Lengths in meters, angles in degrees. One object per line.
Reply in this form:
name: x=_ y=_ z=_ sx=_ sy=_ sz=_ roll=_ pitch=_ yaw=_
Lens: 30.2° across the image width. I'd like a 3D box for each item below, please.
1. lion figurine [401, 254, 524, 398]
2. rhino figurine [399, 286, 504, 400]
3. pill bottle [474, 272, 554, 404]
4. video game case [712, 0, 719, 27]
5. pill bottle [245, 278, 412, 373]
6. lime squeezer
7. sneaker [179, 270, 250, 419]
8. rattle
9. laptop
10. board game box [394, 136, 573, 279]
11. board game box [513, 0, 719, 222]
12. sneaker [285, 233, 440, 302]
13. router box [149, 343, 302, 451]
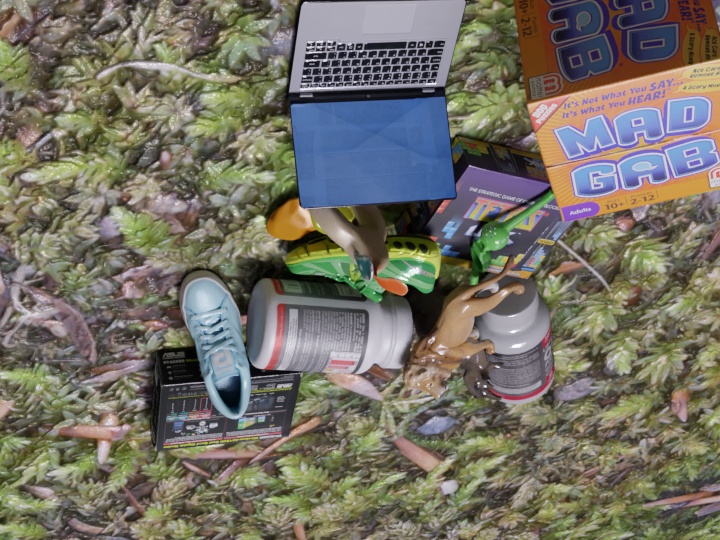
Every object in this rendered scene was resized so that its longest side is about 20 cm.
lion figurine: x=0.123 y=0.068 z=1.684 sx=0.122 sy=0.073 sz=0.201 roll=-9 pitch=130 yaw=-31
rhino figurine: x=0.120 y=0.102 z=1.794 sx=0.087 sy=0.200 sz=0.060 roll=-47 pitch=174 yaw=40
pill bottle: x=0.210 y=0.089 z=1.844 sx=0.110 sy=0.111 sz=0.201 roll=-17 pitch=141 yaw=-1
video game case: x=0.410 y=-0.301 z=1.532 sx=0.181 sy=0.023 sz=0.200 roll=-36 pitch=137 yaw=22
pill bottle: x=-0.040 y=0.074 z=1.720 sx=0.198 sy=0.116 sz=0.116 roll=5 pitch=136 yaw=-18
lime squeezer: x=0.166 y=-0.031 z=1.670 sx=0.070 sy=0.038 sz=0.200 roll=-24 pitch=154 yaw=-49
sneaker: x=-0.175 y=0.098 z=1.692 sx=0.073 sy=0.082 sz=0.201 roll=-21 pitch=117 yaw=-10
rattle: x=-0.037 y=-0.021 z=1.548 sx=0.142 sy=0.201 sz=0.130 roll=-30 pitch=153 yaw=11
laptop: x=0.024 y=-0.183 z=1.454 sx=0.186 sy=0.116 sz=0.201 roll=-5 pitch=139 yaw=-16
board game box: x=0.169 y=-0.075 z=1.682 sx=0.199 sy=0.057 sz=0.166 roll=9 pitch=135 yaw=-29
board game box: x=0.284 y=-0.207 z=1.427 sx=0.199 sy=0.201 sz=0.200 roll=-12 pitch=142 yaw=14
sneaker: x=0.000 y=0.000 z=1.643 sx=0.198 sy=0.074 sz=0.084 roll=2 pitch=109 yaw=16
router box: x=-0.187 y=0.172 z=1.833 sx=0.198 sy=0.062 sz=0.150 roll=-4 pitch=138 yaw=-17
